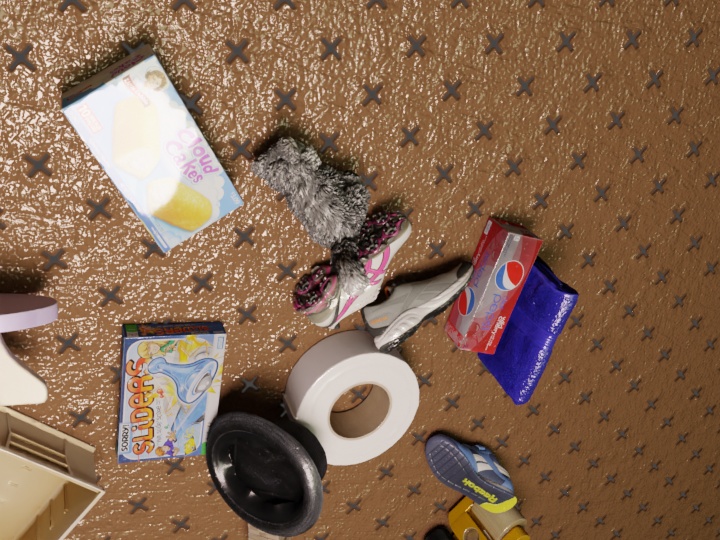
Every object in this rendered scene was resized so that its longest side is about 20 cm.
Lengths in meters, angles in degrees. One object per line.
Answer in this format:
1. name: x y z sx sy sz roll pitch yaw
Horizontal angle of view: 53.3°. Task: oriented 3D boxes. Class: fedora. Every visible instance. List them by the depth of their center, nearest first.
1. fedora: -0.119 0.269 1.005 0.091 0.199 0.202 -26 133 -54

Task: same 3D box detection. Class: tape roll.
1. tape roll: -0.013 0.195 1.092 0.201 0.071 0.204 -11 120 -19

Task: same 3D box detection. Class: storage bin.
1. storage bin: -0.475 0.290 0.918 0.200 0.094 0.198 -48 124 5

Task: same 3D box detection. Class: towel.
1. towel: 0.250 0.086 1.109 0.049 0.148 0.202 11 112 -19

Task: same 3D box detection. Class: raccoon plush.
1. raccoon plush: -0.052 -0.078 0.869 0.097 0.201 0.134 -44 139 19

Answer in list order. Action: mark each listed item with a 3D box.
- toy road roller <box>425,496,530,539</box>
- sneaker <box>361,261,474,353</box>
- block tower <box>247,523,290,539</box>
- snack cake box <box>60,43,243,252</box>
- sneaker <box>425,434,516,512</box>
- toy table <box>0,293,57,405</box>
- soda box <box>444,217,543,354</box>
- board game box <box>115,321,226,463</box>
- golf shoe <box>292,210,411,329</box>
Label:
1. toy road roller: 0.228 0.511 1.339 0.200 0.123 0.146 -47 139 5
2. sneaker: 0.088 0.036 1.054 0.199 0.080 0.074 -32 165 -23
3. block tower: -0.142 0.368 1.120 0.057 0.054 0.202 8 117 15
4. snack cake box: -0.234 -0.137 0.823 0.114 0.067 0.201 -32 124 -5
5. sneaker: 0.191 0.345 1.267 0.200 0.083 0.074 41 120 -17
6. toy table: -0.443 0.095 0.793 0.198 0.184 0.118 1 99 -11
7. soda box: 0.201 0.025 1.105 0.069 0.063 0.202 11 111 -26
8. board game box: -0.262 0.168 0.986 0.134 0.034 0.202 -1 115 -24
9. golf shoe: 0.000 0.000 1.000 0.200 0.073 0.092 -43 130 13
